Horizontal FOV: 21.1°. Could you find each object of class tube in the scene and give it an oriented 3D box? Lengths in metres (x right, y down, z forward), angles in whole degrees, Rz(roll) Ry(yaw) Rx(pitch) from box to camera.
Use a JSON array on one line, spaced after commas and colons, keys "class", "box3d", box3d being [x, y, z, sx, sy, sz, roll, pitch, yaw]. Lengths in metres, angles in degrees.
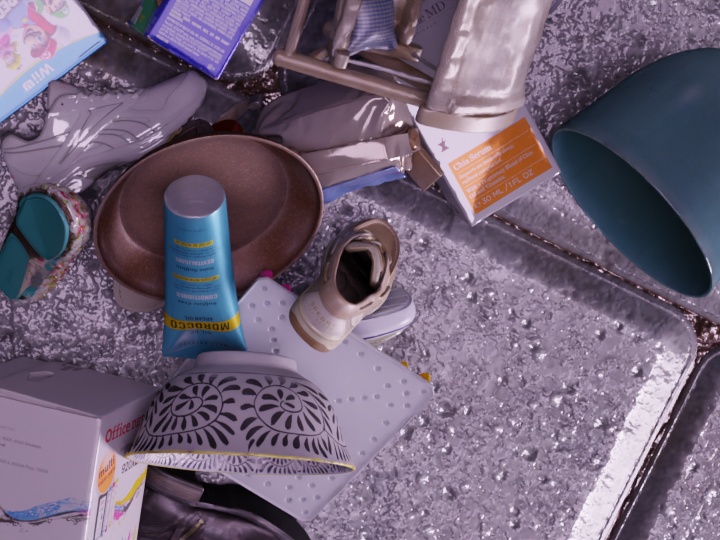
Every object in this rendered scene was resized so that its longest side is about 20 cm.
[{"class": "tube", "box3d": [-0.137, 0.007, 1.647, 0.077, 0.051, 0.201, 6, 137, 5]}]

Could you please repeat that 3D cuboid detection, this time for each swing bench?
[{"class": "swing bench", "box3d": [0.060, -0.238, 1.600, 0.199, 0.130, 0.200, 23, 115, 13]}]

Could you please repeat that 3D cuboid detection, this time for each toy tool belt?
[{"class": "toy tool belt", "box3d": [-0.036, -0.096, 1.725, 0.199, 0.125, 0.123, -18, 121, 19]}]

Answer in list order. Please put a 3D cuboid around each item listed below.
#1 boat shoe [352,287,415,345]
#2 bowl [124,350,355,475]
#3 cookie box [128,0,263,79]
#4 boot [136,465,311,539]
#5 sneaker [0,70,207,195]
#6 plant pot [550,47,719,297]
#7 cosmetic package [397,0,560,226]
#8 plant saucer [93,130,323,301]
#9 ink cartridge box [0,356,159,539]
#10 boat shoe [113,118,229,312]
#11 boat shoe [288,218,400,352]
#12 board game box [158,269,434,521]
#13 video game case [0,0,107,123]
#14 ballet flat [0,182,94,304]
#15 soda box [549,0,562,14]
[{"class": "boat shoe", "box3d": [-0.043, 0.067, 1.791, 0.198, 0.072, 0.062, -14, 117, 2]}, {"class": "bowl", "box3d": [-0.100, 0.122, 1.675, 0.199, 0.201, 0.095, 6, 80, -10]}, {"class": "cookie box", "box3d": [-0.113, -0.275, 1.659, 0.075, 0.171, 0.201, 30, 93, -16]}, {"class": "boot", "box3d": [-0.160, 0.279, 1.810, 0.199, 0.069, 0.175, 26, 100, -9]}, {"class": "sneaker", "box3d": [-0.231, -0.134, 1.713, 0.199, 0.078, 0.100, -31, 101, -4]}, {"class": "plant pot", "box3d": [0.298, -0.103, 1.753, 0.161, 0.200, 0.201, -42, 104, -12]}, {"class": "cosmetic package", "box3d": [0.089, -0.154, 1.765, 0.101, 0.071, 0.201, -31, 103, -3]}, {"class": "plant saucer", "box3d": [-0.131, -0.052, 1.652, 0.198, 0.037, 0.201, -10, 138, -9]}, {"class": "ink cartridge box", "box3d": [-0.278, 0.194, 1.705, 0.143, 0.147, 0.202, 12, 100, 13]}, {"class": "boat shoe", "box3d": [-0.170, -0.046, 1.721, 0.071, 0.060, 0.201, 10, 132, -22]}, {"class": "boat shoe", "box3d": [0.000, 0.000, 1.715, 0.072, 0.200, 0.065, 43, 122, -2]}, {"class": "board game box", "box3d": [-0.068, 0.116, 1.762, 0.199, 0.026, 0.200, 33, 118, -19]}, {"class": "video game case", "box3d": [-0.338, -0.240, 1.704, 0.143, 0.018, 0.201, -37, 104, -2]}, {"class": "ballet flat", "box3d": [-0.267, -0.033, 1.678, 0.064, 0.200, 0.076, -30, 86, -32]}, {"class": "soda box", "box3d": [0.183, -0.306, 1.687, 0.063, 0.200, 0.069, 18, 63, -12]}]
